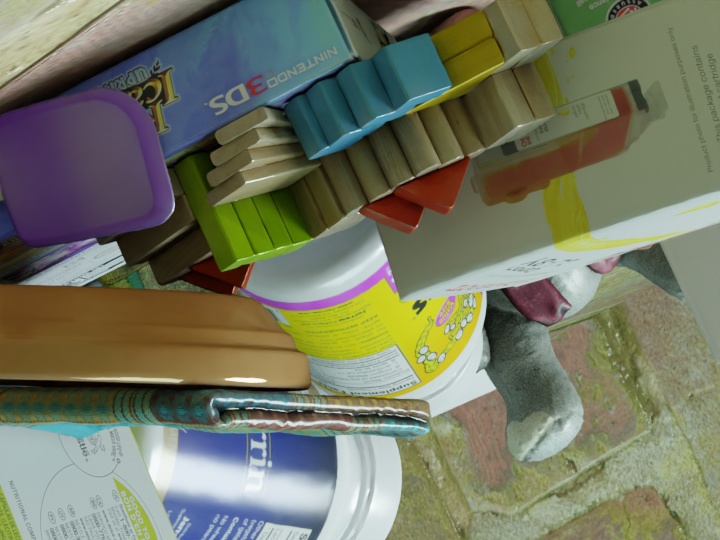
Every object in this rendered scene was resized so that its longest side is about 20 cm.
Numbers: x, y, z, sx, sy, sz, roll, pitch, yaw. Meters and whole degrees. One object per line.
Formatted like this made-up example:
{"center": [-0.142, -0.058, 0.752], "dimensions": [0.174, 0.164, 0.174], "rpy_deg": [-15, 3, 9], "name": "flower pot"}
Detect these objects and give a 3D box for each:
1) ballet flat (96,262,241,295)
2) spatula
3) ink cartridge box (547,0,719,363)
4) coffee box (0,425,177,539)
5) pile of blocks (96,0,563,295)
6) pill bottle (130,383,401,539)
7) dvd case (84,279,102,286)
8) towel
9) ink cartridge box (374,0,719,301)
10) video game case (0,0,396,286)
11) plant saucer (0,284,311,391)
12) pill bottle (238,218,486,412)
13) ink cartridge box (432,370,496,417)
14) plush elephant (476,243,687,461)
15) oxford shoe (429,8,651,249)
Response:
{"center": [-0.064, 0.003, 1.415], "dimensions": [0.070, 0.071, 0.200], "rpy_deg": [-28, 173, 25], "name": "ballet flat"}
{"center": [-0.171, -0.022, 1.074], "dimensions": [0.199, 0.057, 0.021], "rpy_deg": [-15, -170, -10], "name": "spatula"}
{"center": [0.200, -0.074, 1.367], "dimensions": [0.144, 0.201, 0.084], "rpy_deg": [-26, 173, 15], "name": "ink cartridge box"}
{"center": [-0.227, 0.118, 1.275], "dimensions": [0.199, 0.201, 0.197], "rpy_deg": [-29, 172, 34], "name": "coffee box"}
{"center": [-0.007, -0.037, 1.106], "dimensions": [0.199, 0.062, 0.082], "rpy_deg": [-28, 172, 17], "name": "pile of blocks"}
{"center": [-0.078, 0.097, 1.424], "dimensions": [0.115, 0.116, 0.199], "rpy_deg": [-30, 152, 34], "name": "pill bottle"}
{"center": [-0.132, -0.011, 1.411], "dimensions": [0.199, 0.018, 0.143], "rpy_deg": [-29, 173, 24], "name": "dvd case"}
{"center": [-0.091, 0.058, 1.153], "dimensions": [0.199, 0.022, 0.146], "rpy_deg": [-1, 176, 38], "name": "towel"}
{"center": [0.115, -0.055, 1.182], "dimensions": [0.199, 0.084, 0.145], "rpy_deg": [-18, 175, 23], "name": "ink cartridge box"}
{"center": [-0.081, -0.051, 1.179], "dimensions": [0.199, 0.046, 0.181], "rpy_deg": [-26, 173, 7], "name": "video game case"}
{"center": [-0.118, 0.027, 1.123], "dimensions": [0.199, 0.038, 0.200], "rpy_deg": [2, 176, 0], "name": "plant saucer"}
{"center": [0.000, 0.000, 1.358], "dimensions": [0.104, 0.105, 0.200], "rpy_deg": [-26, 152, 5], "name": "pill bottle"}
{"center": [-0.035, 0.039, 1.608], "dimensions": [0.199, 0.084, 0.145], "rpy_deg": [-22, -149, -30], "name": "ink cartridge box"}
{"center": [0.080, -0.036, 1.495], "dimensions": [0.164, 0.200, 0.155], "rpy_deg": [-38, 150, 3], "name": "plush elephant"}
{"center": [0.074, -0.061, 1.381], "dimensions": [0.074, 0.071, 0.200], "rpy_deg": [-21, 142, 29], "name": "oxford shoe"}
